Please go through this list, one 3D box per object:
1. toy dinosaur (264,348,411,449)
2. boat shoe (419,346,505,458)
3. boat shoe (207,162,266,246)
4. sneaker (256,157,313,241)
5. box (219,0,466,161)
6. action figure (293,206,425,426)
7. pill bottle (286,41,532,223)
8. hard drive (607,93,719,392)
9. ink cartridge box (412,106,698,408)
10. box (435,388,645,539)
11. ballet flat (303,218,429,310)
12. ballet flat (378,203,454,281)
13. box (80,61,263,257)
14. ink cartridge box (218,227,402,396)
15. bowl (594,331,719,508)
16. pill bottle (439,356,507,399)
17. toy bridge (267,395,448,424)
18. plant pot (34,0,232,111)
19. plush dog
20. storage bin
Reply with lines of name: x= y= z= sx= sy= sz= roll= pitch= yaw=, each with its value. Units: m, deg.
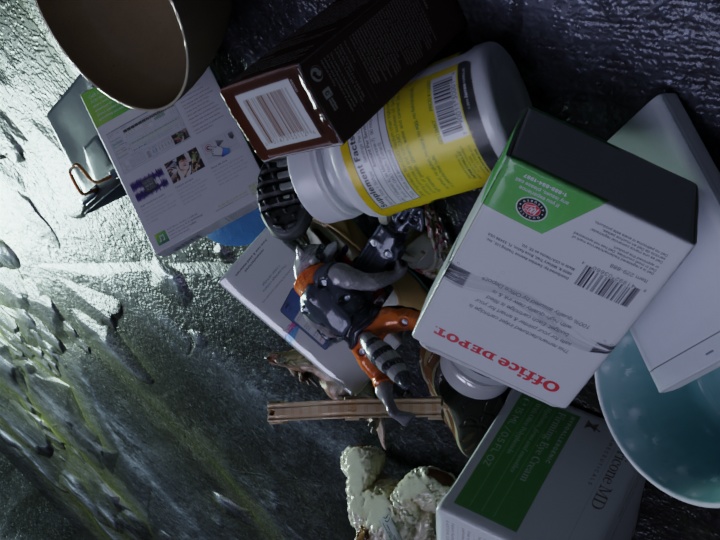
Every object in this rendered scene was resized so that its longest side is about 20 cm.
toy dinosaur: x=-0.022 y=0.151 z=1.177 sx=0.135 sy=0.086 sz=0.200 roll=9 pitch=145 yaw=48
boat shoe: x=0.122 y=0.147 z=1.052 sx=0.074 sy=0.076 sz=0.200 roll=47 pitch=166 yaw=46
boat shoe: x=-0.117 y=-0.082 z=1.039 sx=0.200 sy=0.069 sz=0.084 roll=-16 pitch=129 yaw=44
sneaker: x=-0.060 y=-0.099 z=0.890 sx=0.066 sy=0.200 sz=0.091 roll=-13 pitch=141 yaw=11
box: x=-0.010 y=-0.175 z=0.727 sx=0.100 sy=0.200 sz=0.075 roll=-4 pitch=126 yaw=46
action figure: x=0.011 y=0.026 z=0.860 sx=0.193 sy=0.105 sz=0.200 roll=39 pitch=121 yaw=23
pill bottle: x=0.043 y=-0.112 z=0.770 sx=0.200 sy=0.114 sz=0.114 roll=-15 pitch=117 yaw=29
hard drive: x=0.244 y=-0.020 z=0.702 sx=0.132 sy=0.027 sz=0.200 roll=-49 pitch=54 yaw=52
ink cartridge box: x=0.145 y=-0.004 z=0.694 sx=0.146 sy=0.084 sz=0.200 roll=26 pitch=132 yaw=1
box: x=0.205 y=0.283 z=0.994 sx=0.171 sy=0.199 sz=0.200 roll=21 pitch=139 yaw=26
ballet flat: x=0.000 y=0.000 z=0.977 sx=0.200 sy=0.063 sz=0.069 roll=45 pitch=143 yaw=19
ballet flat: x=0.044 y=-0.056 z=0.915 sx=0.076 sy=0.064 sz=0.200 roll=4 pitch=130 yaw=42
box: x=-0.195 y=-0.135 z=0.949 sx=0.200 sy=0.144 sz=0.036 roll=64 pitch=-175 yaw=6
ink cartridge box: x=-0.050 y=0.045 z=1.032 sx=0.200 sy=0.088 sz=0.145 roll=42 pitch=-177 yaw=3
bowl: x=0.307 y=0.088 z=0.745 sx=0.201 sy=0.105 sz=0.201 roll=16 pitch=109 yaw=56
pill bottle: x=0.145 y=0.045 z=0.883 sx=0.111 sy=0.111 sz=0.200 roll=33 pitch=143 yaw=12
toy bridge: x=-0.004 y=0.150 z=0.957 sx=0.200 sy=0.027 sz=0.067 roll=-3 pitch=169 yaw=9
plant pot: x=-0.202 y=-0.275 z=0.859 sx=0.200 sy=0.134 sz=0.201 roll=24 pitch=140 yaw=22
plush dog: x=0.061 y=0.357 z=1.273 sx=0.200 sy=0.161 sz=0.172 roll=9 pitch=159 yaw=39
storage bin: x=-0.300 y=-0.168 z=1.070 sx=0.200 sy=0.145 sz=0.134 roll=-23 pitch=100 yaw=51
